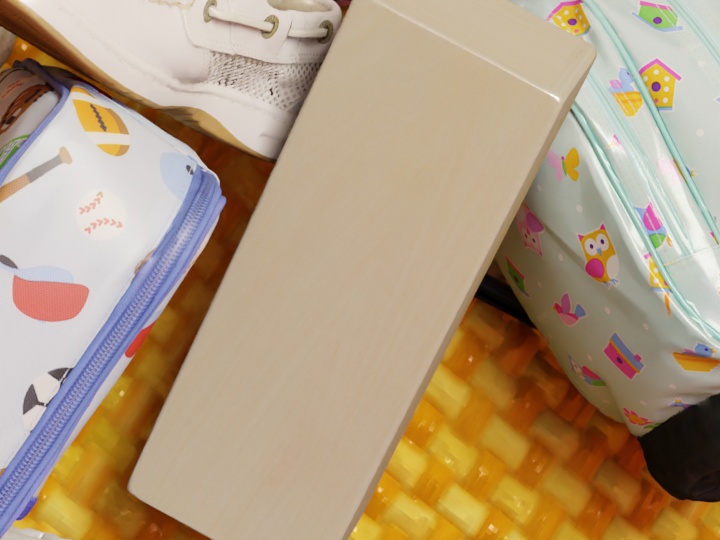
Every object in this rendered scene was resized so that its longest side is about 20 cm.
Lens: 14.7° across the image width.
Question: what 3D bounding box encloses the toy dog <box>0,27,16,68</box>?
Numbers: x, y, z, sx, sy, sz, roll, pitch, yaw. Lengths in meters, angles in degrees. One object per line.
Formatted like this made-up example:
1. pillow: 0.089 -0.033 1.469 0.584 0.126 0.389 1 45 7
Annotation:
1. toy dog: -0.128 -0.160 0.877 0.132 0.096 0.200 21 80 -33

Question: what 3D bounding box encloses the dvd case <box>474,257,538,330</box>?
1. dvd case: 0.105 -0.036 1.081 0.200 0.018 0.143 28 73 -19

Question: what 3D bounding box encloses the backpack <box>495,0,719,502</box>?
1. backpack: 0.116 -0.025 0.992 0.126 0.167 0.200 -25 83 -28

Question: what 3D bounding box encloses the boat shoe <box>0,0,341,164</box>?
1. boat shoe: -0.064 -0.089 0.863 0.071 0.200 0.069 32 95 22

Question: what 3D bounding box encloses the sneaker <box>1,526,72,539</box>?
1. sneaker: -0.075 0.139 0.919 0.200 0.081 0.075 26 81 12

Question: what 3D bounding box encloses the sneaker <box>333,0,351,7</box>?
1. sneaker: 0.009 -0.123 0.970 0.200 0.082 0.070 -16 104 7

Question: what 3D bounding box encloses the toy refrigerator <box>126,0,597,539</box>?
1. toy refrigerator: 0.000 0.000 0.938 0.076 0.070 0.200 28 114 5

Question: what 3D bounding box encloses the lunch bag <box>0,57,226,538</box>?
1. lunch bag: -0.117 0.016 0.880 0.075 0.200 0.160 32 89 -11
